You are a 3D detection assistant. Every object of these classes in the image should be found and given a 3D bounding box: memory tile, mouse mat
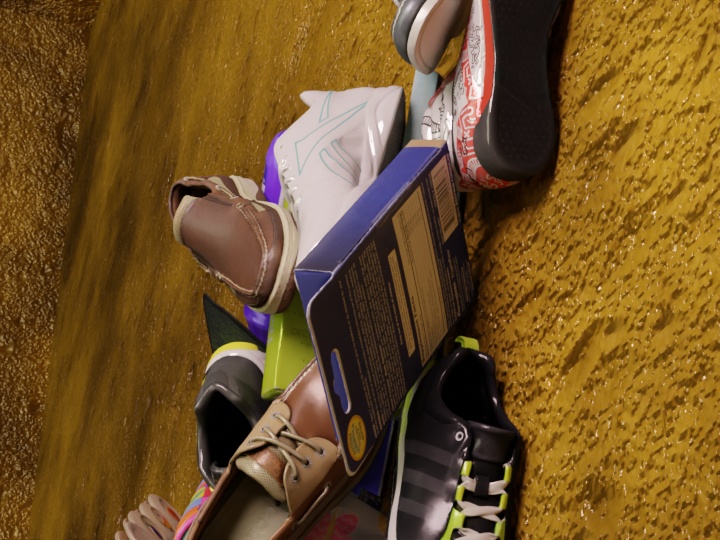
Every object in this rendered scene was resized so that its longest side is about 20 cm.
[{"bbox_3d":[-0.142,0.259,1.144,0.017,0.153,0.200,-44,0,0],"label":"memory tile"},{"bbox_3d":[-0.080,0.118,1.076,0.200,0.007,0.162,32,135,56],"label":"mouse mat"}]

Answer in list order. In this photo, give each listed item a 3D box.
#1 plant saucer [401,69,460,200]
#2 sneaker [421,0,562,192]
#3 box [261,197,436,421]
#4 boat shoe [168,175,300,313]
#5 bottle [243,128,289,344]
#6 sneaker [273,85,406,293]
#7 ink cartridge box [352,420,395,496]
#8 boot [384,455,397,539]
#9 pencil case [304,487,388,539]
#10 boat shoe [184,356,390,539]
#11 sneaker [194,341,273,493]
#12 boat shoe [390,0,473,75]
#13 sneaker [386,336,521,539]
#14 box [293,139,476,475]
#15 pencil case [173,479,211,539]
[{"bbox_3d":[0.047,-0.041,0.934,0.019,0.070,0.202,-3,67,32],"label":"plant saucer"},{"bbox_3d":[0.086,-0.151,0.890,0.108,0.067,0.203,163,114,-66],"label":"sneaker"},{"bbox_3d":[0.000,0.000,0.964,0.048,0.121,0.202,148,131,-66],"label":"box"},{"bbox_3d":[-0.098,-0.022,0.953,0.202,0.074,0.075,-141,65,-67],"label":"boat shoe"},{"bbox_3d":[-0.052,-0.010,1.062,0.083,0.065,0.202,-36,-39,-65],"label":"bottle"},{"bbox_3d":[-0.022,-0.051,0.886,0.201,0.079,0.071,-74,-13,-46],"label":"sneaker"},{"bbox_3d":[-0.019,0.087,1.092,0.200,0.043,0.200,-174,95,-70],"label":"ink cartridge box"},{"bbox_3d":[-0.008,0.194,0.827,0.074,0.152,0.205,128,148,-51],"label":"boot"},{"bbox_3d":[-0.043,0.244,0.916,0.201,0.090,0.083,-64,19,-18],"label":"pencil case"},{"bbox_3d":[-0.047,0.130,0.861,0.201,0.075,0.074,-59,-18,-2],"label":"boat shoe"},{"bbox_3d":[-0.085,0.157,0.972,0.085,0.074,0.202,-39,-64,-74],"label":"sneaker"},{"bbox_3d":[0.043,-0.188,0.924,0.200,0.061,0.073,-55,-11,-64],"label":"boat shoe"},{"bbox_3d":[0.059,0.126,0.803,0.083,0.071,0.201,122,152,-43],"label":"sneaker"},{"bbox_3d":[0.013,0.018,0.820,0.200,0.032,0.122,-51,-44,-49],"label":"box"},{"bbox_3d":[-0.109,0.217,1.123,0.200,0.088,0.089,-101,24,-87],"label":"pencil case"}]
